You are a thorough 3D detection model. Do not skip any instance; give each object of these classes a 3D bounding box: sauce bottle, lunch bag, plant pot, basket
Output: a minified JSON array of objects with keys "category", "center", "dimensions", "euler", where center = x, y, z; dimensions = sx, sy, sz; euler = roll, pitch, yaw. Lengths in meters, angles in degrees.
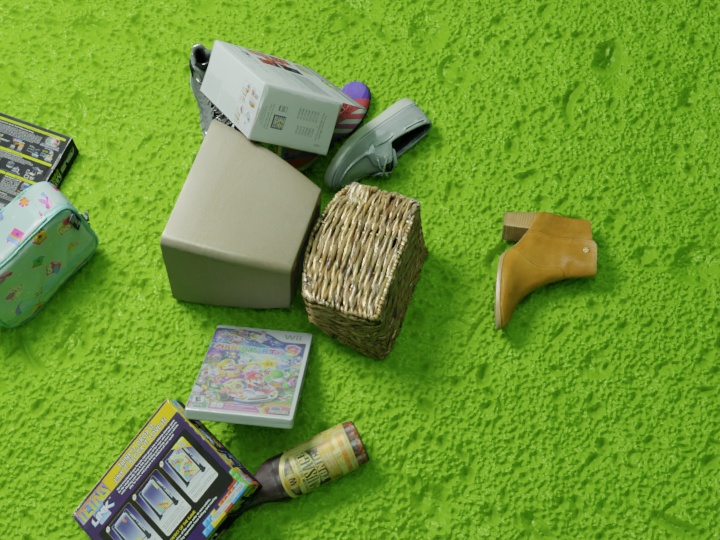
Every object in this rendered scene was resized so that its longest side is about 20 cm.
[{"category":"sauce bottle","center":[-0.086,0.269,1.357],"dimensions":[0.197,0.066,0.067],"euler":[-27,67,-7]},{"category":"lunch bag","center":[-0.468,-0.020,1.450],"dimensions":[0.077,0.161,0.200],"euler":[39,77,23]},{"category":"plant pot","center":[-0.157,-0.057,1.445],"dimensions":[0.174,0.200,0.203],"euler":[17,66,3]},{"category":"basket","center":[0.000,0.000,1.445],"dimensions":[0.140,0.150,0.203],"euler":[15,67,15]}]

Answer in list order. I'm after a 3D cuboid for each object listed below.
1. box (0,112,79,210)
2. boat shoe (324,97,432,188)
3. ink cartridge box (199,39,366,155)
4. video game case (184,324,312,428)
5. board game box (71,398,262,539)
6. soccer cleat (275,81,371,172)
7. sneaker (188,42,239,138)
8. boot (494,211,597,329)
[{"category":"box","center":[-0.561,-0.161,1.578],"dimensions":[0.197,0.044,0.162],"euler":[19,66,9]},{"category":"boat shoe","center":[0.031,-0.185,1.566],"dimensions":[0.071,0.070,0.200],"euler":[40,69,21]},{"category":"ink cartridge box","center":[-0.114,-0.249,1.491],"dimensions":[0.173,0.085,0.200],"euler":[8,23,-34]},{"category":"video game case","center":[-0.146,0.140,1.383],"dimensions":[0.140,0.018,0.201],"euler":[5,29,3]},{"category":"board game box","center":[-0.250,0.298,1.319],"dimensions":[0.165,0.057,0.201],"euler":[41,91,19]},{"category":"soccer cleat","center":[-0.055,-0.233,1.588],"dimensions":[0.068,0.073,0.200],"euler":[40,72,18]},{"category":"sneaker","center":[-0.226,-0.268,1.583],"dimensions":[0.074,0.116,0.202],"euler":[-23,66,-10]},{"category":"boot","center":[0.268,0.001,1.473],"dimensions":[0.141,0.071,0.204],"euler":[8,60,8]}]
